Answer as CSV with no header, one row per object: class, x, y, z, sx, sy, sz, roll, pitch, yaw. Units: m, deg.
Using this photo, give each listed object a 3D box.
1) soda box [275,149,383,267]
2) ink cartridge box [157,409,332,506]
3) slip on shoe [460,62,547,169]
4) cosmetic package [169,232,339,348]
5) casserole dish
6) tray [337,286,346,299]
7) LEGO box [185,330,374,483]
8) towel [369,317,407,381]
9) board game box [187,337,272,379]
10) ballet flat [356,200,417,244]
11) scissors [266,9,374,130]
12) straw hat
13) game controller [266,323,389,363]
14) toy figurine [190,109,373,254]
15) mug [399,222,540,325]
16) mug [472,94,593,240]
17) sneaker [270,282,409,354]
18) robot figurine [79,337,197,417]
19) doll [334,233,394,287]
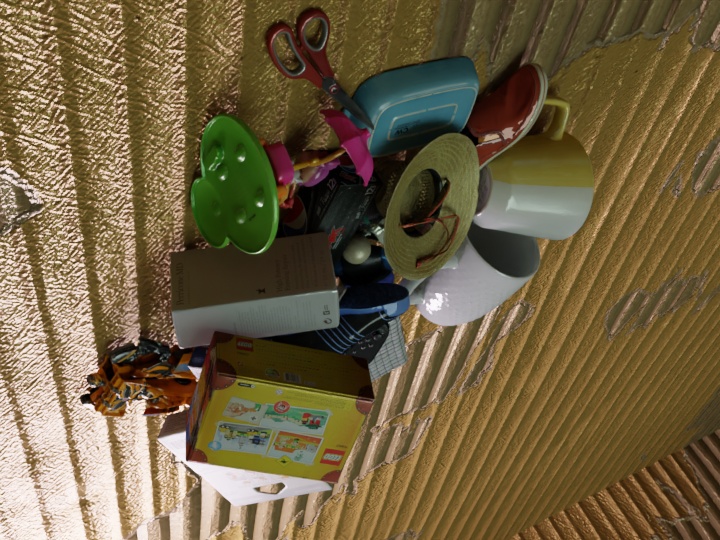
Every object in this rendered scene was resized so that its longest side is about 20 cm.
soda box,-0.051,-0.060,1.297,0.070,0.064,0.201,-6,141,-37
ink cartridge box,-0.155,0.249,1.408,0.198,0.044,0.174,-18,128,36
slip on shoe,0.162,-0.187,1.314,0.061,0.075,0.200,11,134,-48
cosmetic package,-0.129,0.023,1.236,0.196,0.103,0.075,-7,137,-5
casserole dish,0.067,-0.193,1.240,0.197,0.039,0.122,-16,147,-26
tray,-0.116,0.060,1.327,0.197,0.023,0.107,-12,-170,10
LEGO box,-0.100,0.169,1.241,0.197,0.078,0.150,12,124,-17
towel,-0.031,0.116,1.572,0.198,0.086,0.166,-28,149,-6
board game box,-0.112,0.179,1.393,0.197,0.062,0.202,6,138,16
ballet flat,0.051,-0.053,1.407,0.072,0.073,0.199,-43,150,19
scissors,-0.042,-0.202,1.111,0.073,0.014,0.201,-36,143,-5
straw hat,0.063,-0.092,1.298,0.200,0.085,0.204,-31,135,-36
game controller,-0.060,0.080,1.438,0.197,0.042,0.105,18,119,-18
toy figurine,-0.074,-0.108,1.148,0.182,0.152,0.200,-20,172,-34
mug,0.138,0.001,1.493,0.198,0.149,0.175,-11,155,-43
mug,0.215,-0.136,1.411,0.151,0.190,0.149,-2,175,-30
sneaker,-0.024,0.076,1.378,0.197,0.070,0.079,-13,118,6
robot figurine,-0.281,0.151,1.393,0.198,0.059,0.146,1,136,-47
doll,0.000,0.000,1.408,0.134,0.049,0.200,-8,162,3
